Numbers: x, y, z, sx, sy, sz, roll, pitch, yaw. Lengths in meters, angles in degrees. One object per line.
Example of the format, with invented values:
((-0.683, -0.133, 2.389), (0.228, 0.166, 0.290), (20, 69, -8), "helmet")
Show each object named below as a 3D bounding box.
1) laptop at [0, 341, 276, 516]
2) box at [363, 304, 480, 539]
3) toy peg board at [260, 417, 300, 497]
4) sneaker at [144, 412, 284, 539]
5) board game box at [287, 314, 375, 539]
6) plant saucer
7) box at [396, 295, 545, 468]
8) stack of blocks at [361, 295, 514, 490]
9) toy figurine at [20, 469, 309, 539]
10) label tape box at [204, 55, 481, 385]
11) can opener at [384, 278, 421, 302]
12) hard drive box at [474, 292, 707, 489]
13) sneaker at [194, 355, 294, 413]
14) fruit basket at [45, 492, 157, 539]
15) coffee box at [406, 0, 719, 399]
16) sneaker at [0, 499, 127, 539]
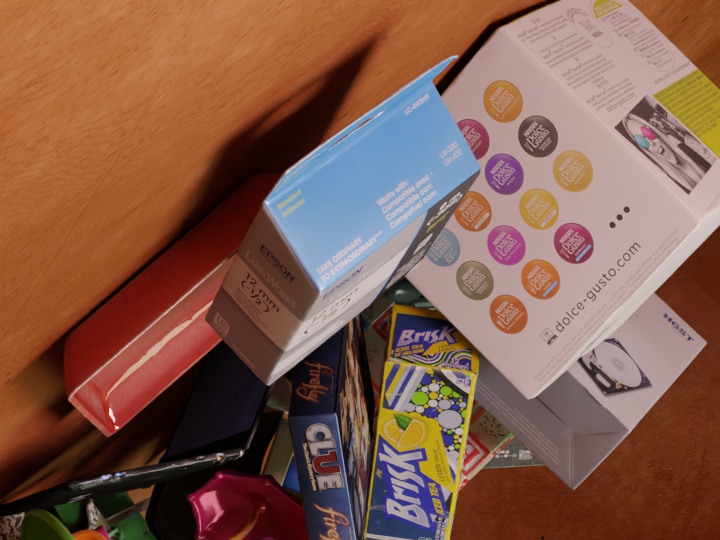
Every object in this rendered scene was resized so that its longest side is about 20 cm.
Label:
((-0.149, 0.098, 1.588), (0.200, 0.103, 0.177), (-9, 172, -27), "laptop")
((0.046, 0.121, 1.710), (0.064, 0.070, 0.200), (-81, 178, -47), "box")
((-0.050, 0.229, 1.775), (0.199, 0.098, 0.200), (110, -1, -82), "toy peg board")
((-0.136, 0.184, 1.883), (0.146, 0.077, 0.202), (-51, -175, 47), "sneaker")
((-0.019, 0.100, 1.615), (0.200, 0.035, 0.136), (-85, 168, -58), "board game box")
((-0.108, 0.017, 1.449), (0.200, 0.037, 0.200), (-41, 171, -7), "plant saucer")
((0.105, 0.082, 1.963), (0.200, 0.164, 0.086), (-3, -161, -8), "box")
((0.019, 0.098, 1.846), (0.115, 0.200, 0.059), (-43, 171, -1), "stack of blocks")
((-0.107, 0.216, 1.564), (0.184, 0.200, 0.150), (-23, 143, -25), "toy figurine")
((-0.003, -0.029, 1.365), (0.143, 0.066, 0.200), (-38, 171, -29), "label tape box")
((0.000, 0.000, 1.770), (0.053, 0.066, 0.200), (-47, 166, 30), "can opener")
((0.166, 0.061, 1.786), (0.077, 0.156, 0.200), (-50, 174, 30), "hard drive box")
((-0.080, 0.081, 1.712), (0.092, 0.076, 0.200), (-7, 171, -2), "sneaker")
((-0.255, 0.253, 1.760), (0.200, 0.094, 0.185), (-35, 169, -24), "fruit basket")
((0.150, -0.065, 1.659), (0.200, 0.198, 0.200), (-49, 171, 31), "coffee box")
((-0.189, 0.213, 1.667), (0.200, 0.089, 0.077), (11, 175, -35), "sneaker")
